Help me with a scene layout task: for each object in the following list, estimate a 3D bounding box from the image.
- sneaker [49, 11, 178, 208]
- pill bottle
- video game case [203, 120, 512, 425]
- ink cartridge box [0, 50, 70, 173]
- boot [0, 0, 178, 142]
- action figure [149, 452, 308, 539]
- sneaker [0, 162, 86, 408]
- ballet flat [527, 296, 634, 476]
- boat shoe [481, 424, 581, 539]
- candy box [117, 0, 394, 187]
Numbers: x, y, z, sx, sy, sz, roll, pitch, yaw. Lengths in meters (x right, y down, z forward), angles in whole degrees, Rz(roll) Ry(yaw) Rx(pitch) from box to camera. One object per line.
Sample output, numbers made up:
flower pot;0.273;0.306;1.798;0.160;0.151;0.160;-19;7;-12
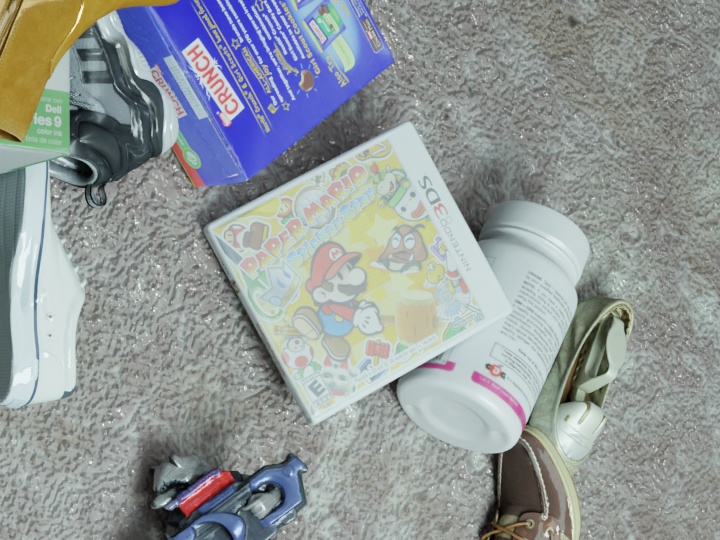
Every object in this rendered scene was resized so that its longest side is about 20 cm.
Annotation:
sneaker;-0.225;-0.143;1.655;0.200;0.075;0.114;55;51;-23
pill bottle;0.119;0.046;1.891;0.113;0.113;0.200;42;59;-27
video game case;0.000;0.000;1.792;0.200;0.023;0.182;-28;89;-18
ink cartridge box;-0.278;-0.173;1.571;0.087;0.145;0.201;3;81;-40
boot;-0.215;-0.156;1.489;0.201;0.071;0.145;12;82;-35
action figure;-0.117;0.234;1.701;0.200;0.105;0.194;-27;94;-14
sneaker;-0.242;0.001;1.630;0.071;0.073;0.201;1;92;-42
ballet flat;0.198;0.110;1.981;0.067;0.062;0.201;32;64;-32
boat shoe;0.145;0.237;1.914;0.072;0.072;0.201;-12;97;-42
candy box;-0.090;-0.188;1.776;0.200;0.077;0.169;-41;110;-37
